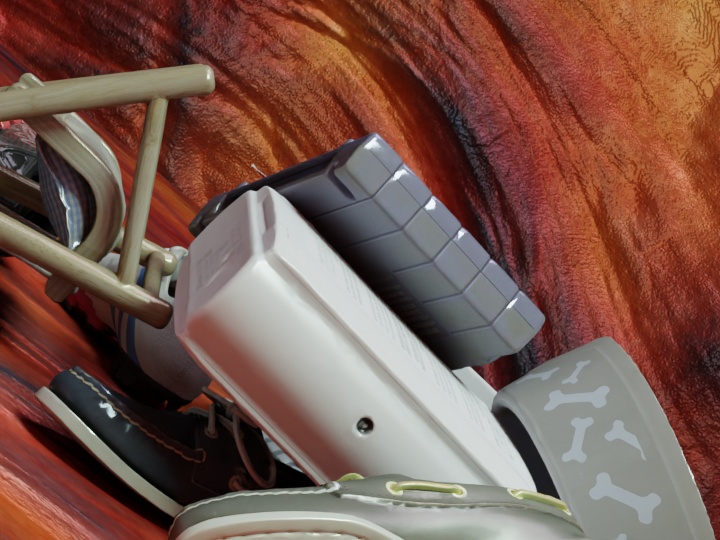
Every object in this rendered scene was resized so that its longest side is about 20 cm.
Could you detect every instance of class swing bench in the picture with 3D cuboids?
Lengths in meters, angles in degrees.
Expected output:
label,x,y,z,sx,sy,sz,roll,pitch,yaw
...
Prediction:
label,x,y,z,sx,sy,sz,roll,pitch,yaw
swing bench,-0.184,-0.063,1.124,0.199,0.130,0.199,10,6,-5

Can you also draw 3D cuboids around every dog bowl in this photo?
label,x,y,z,sx,sy,sz,roll,pitch,yaw
dog bowl,0.119,0.133,1.049,0.200,0.059,0.201,162,-90,-82

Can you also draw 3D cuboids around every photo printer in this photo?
label,x,y,z,sx,sy,sz,roll,pitch,yaw
photo printer,0.003,0.061,0.992,0.200,0.069,0.166,46,6,-13

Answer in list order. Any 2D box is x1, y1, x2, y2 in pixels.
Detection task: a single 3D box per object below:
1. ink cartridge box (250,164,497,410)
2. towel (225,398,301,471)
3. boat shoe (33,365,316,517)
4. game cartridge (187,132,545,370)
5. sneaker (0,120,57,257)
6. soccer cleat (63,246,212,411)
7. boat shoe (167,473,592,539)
label,x,y,z,sx,sy,sz,roll,pitch,yaw
ink cartridge box,0.000,0.026,1.287,0.200,0.050,0.161,42,-1,-11
towel,0.021,0.132,1.296,0.166,0.086,0.200,39,2,42
boat shoe,-0.061,0.092,0.991,0.200,0.062,0.075,38,2,-29
game cartridge,0.000,0.000,1.086,0.130,0.038,0.200,43,-23,-15
sneaker,-0.217,-0.052,1.324,0.098,0.071,0.200,39,4,1
soccer cleat,-0.118,0.018,1.293,0.070,0.086,0.200,38,2,-28
boat shoe,0.011,0.117,0.873,0.201,0.072,0.060,9,30,-25
